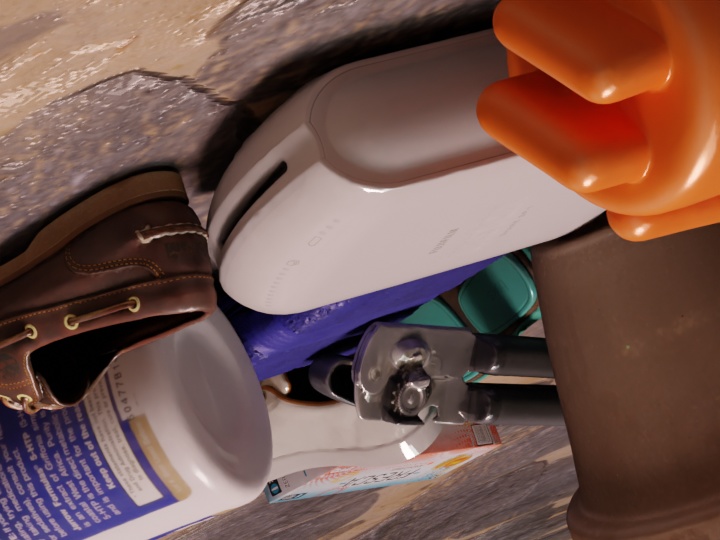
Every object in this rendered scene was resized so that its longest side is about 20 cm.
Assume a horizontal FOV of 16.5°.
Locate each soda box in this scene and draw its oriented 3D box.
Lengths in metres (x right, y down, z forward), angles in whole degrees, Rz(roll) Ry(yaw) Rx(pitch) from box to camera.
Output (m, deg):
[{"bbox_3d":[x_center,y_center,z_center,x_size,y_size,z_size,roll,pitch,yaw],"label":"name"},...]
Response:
[{"bbox_3d":[0.009,0.108,1.665,0.068,0.064,0.200,-30,164,31],"label":"soda box"}]

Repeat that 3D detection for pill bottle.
[{"bbox_3d":[-0.156,0.091,1.218,0.200,0.120,0.120,-23,167,18],"label":"pill bottle"}]

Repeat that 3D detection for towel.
[{"bbox_3d":[0.000,0.000,1.280,0.148,0.050,0.200,-17,167,-48],"label":"towel"}]

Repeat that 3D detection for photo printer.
[{"bbox_3d":[0.032,-0.046,1.085,0.200,0.070,0.166,-16,165,-24],"label":"photo printer"}]

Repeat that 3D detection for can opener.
[{"bbox_3d":[0.060,0.056,1.361,0.200,0.053,0.067,5,-176,-43],"label":"can opener"}]

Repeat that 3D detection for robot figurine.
[{"bbox_3d":[0.139,-0.090,0.975,0.200,0.144,0.117,-18,-177,-38],"label":"robot figurine"}]

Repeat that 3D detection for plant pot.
[{"bbox_3d":[0.167,0.042,1.208,0.200,0.175,0.200,-27,-170,5],"label":"plant pot"}]

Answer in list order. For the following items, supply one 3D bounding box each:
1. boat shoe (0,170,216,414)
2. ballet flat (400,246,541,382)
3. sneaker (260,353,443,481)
[{"bbox_3d":[-0.143,0.028,1.110,0.200,0.070,0.070,-31,164,39],"label":"boat shoe"},{"bbox_3d":[0.077,0.017,1.422,0.070,0.067,0.200,-33,176,-30],"label":"ballet flat"},{"bbox_3d":[-0.050,0.077,1.490,0.200,0.085,0.073,-12,-147,33],"label":"sneaker"}]
